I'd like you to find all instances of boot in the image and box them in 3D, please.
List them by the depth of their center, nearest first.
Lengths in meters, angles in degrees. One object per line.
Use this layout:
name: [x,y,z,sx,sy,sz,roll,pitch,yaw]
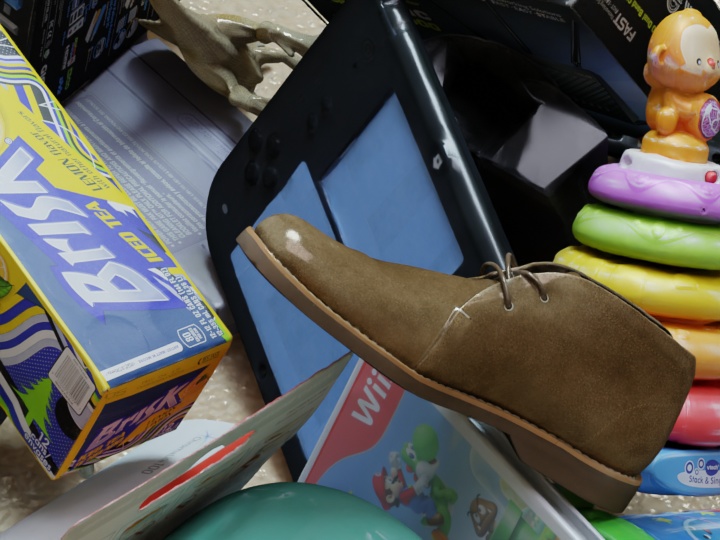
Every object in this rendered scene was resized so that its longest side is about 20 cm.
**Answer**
boot: [0.043,0.017,1.128,0.200,0.076,0.074,29,13,-26]
boot: [0.042,-0.056,1.357,0.164,0.200,0.066,25,81,14]

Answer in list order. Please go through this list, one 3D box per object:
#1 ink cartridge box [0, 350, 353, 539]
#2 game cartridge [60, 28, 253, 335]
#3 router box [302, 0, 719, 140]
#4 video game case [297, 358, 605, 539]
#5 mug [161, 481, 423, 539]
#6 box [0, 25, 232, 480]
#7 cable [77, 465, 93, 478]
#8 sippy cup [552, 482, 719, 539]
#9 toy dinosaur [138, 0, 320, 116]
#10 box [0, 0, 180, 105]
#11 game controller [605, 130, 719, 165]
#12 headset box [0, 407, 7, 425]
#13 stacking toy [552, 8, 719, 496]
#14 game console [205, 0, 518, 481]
ink cartridge box: [-0.107,0.097,1.146,0.160,0.200,0.047,-31,77,-41]
game cartridge: [-0.103,-0.043,1.433,0.129,0.038,0.200,-27,54,-31]
router box: [0.056,-0.131,1.314,0.199,0.150,0.062,18,76,34]
video game case: [0.041,0.139,1.182,0.017,0.143,0.200,-4,40,-44]
mug: [-0.037,0.152,1.140,0.185,0.152,0.114,31,42,20]
box: [-0.140,-0.020,1.153,0.070,0.064,0.200,-21,66,-41]
cable: [-0.149,-0.002,1.261,0.050,0.201,0.097,-24,19,12]
sippy cup: [0.137,0.156,1.203,0.130,0.140,0.179,-10,74,-37]
toy dinosaur: [-0.069,-0.108,1.442,0.101,0.200,0.058,25,85,19]
box: [-0.121,-0.188,1.417,0.050,0.201,0.199,26,44,13]
game controller: [0.144,-0.069,1.485,0.199,0.042,0.104,12,21,-10]
headset box: [-0.221,0.036,1.218,0.077,0.149,0.200,6,37,25]
stacking toy: [0.127,-0.011,1.245,0.116,0.201,0.110,3,10,-45]
game console: [0.000,0.000,1.279,0.031,0.177,0.201,-3,57,-32]
